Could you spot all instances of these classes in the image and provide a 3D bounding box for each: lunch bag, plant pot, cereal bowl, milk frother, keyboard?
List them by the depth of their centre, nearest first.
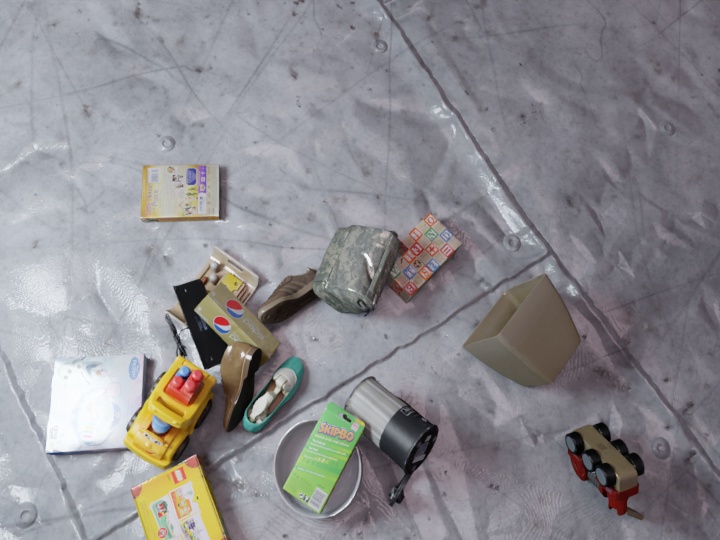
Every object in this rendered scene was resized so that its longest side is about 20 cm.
[{"bbox_3d":[-0.086,0.424,1.330,0.193,0.083,0.207,-2,78,10],"label":"cereal bowl"},{"bbox_3d":[0.053,0.376,1.342,0.186,0.180,0.203,32,86,31],"label":"milk frother"},{"bbox_3d":[-0.380,0.127,1.390,0.125,0.020,0.205,-17,79,-41],"label":"keyboard"},{"bbox_3d":[0.000,0.000,1.448,0.139,0.166,0.204,39,64,-29],"label":"lunch bag"},{"bbox_3d":[0.392,0.159,1.448,0.177,0.200,0.200,45,70,-2],"label":"plant pot"}]

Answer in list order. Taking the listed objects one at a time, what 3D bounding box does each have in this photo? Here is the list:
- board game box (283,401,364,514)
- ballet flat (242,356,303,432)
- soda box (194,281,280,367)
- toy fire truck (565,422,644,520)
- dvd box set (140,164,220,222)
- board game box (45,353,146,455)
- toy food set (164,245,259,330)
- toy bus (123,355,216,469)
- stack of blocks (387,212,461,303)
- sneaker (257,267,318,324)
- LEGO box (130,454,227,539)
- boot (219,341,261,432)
[{"bbox_3d":[-0.073,0.387,1.280,0.094,0.030,0.204,27,86,14],"label":"board game box"},{"bbox_3d":[-0.193,0.278,1.392,0.067,0.071,0.201,36,70,6],"label":"ballet flat"},{"bbox_3d":[-0.278,0.129,1.398,0.200,0.064,0.068,46,31,-8],"label":"soda box"},{"bbox_3d":[0.558,0.470,1.379,0.125,0.176,0.206,-13,113,-11],"label":"toy fire truck"},{"bbox_3d":[-0.455,-0.197,1.562,0.193,0.030,0.151,-3,70,-8],"label":"dvd box set"},{"bbox_3d":[-0.578,0.293,1.357,0.192,0.044,0.206,-2,69,-7],"label":"board game box"},{"bbox_3d":[-0.351,0.058,1.462,0.141,0.061,0.202,32,70,6],"label":"toy food set"},{"bbox_3d":[-0.389,0.284,1.286,0.134,0.193,0.202,33,51,-5],"label":"toy bus"},{"bbox_3d":[0.147,-0.032,1.552,0.115,0.059,0.200,43,71,10],"label":"stack of blocks"},{"bbox_3d":[-0.174,0.059,1.475,0.197,0.072,0.075,-27,53,-32],"label":"sneaker"},{"bbox_3d":[-0.370,0.515,1.279,0.145,0.078,0.204,-22,73,-14],"label":"LEGO box"},{"bbox_3d":[-0.280,0.256,1.369,0.074,0.073,0.206,18,98,17],"label":"boot"}]
